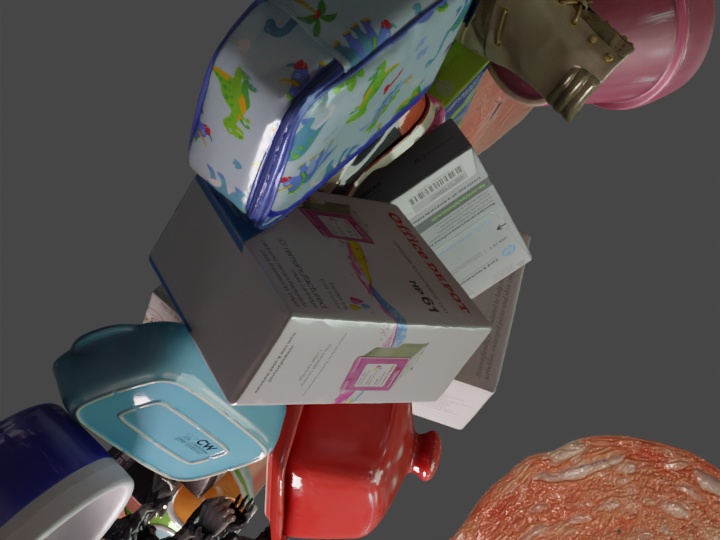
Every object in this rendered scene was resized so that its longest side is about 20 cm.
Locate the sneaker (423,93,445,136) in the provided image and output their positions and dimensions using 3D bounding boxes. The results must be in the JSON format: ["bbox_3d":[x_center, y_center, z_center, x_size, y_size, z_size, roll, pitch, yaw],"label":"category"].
[{"bbox_3d":[0.011,-0.090,1.048,0.200,0.074,0.087,-51,174,26],"label":"sneaker"}]

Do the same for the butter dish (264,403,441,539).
[{"bbox_3d":[0.000,0.152,1.006,0.201,0.146,0.201,99,5,-53],"label":"butter dish"}]

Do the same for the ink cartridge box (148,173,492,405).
[{"bbox_3d":[-0.025,0.016,0.791,0.199,0.145,0.085,7,128,-46],"label":"ink cartridge box"}]

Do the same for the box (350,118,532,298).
[{"bbox_3d":[0.053,-0.024,0.972,0.155,0.041,0.200,-34,145,6],"label":"box"}]

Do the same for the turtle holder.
[{"bbox_3d":[-0.190,0.254,1.247,0.141,0.132,0.186,-44,172,-46],"label":"turtle holder"}]

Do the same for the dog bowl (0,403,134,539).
[{"bbox_3d":[-0.253,0.187,0.764,0.200,0.079,0.200,-45,172,-8],"label":"dog bowl"}]

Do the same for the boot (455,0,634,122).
[{"bbox_3d":[0.181,-0.243,0.980,0.072,0.154,0.201,-40,166,-48],"label":"boot"}]

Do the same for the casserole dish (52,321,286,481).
[{"bbox_3d":[-0.133,0.102,0.807,0.120,0.039,0.200,-19,144,17],"label":"casserole dish"}]

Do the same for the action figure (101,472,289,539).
[{"bbox_3d":[-0.163,0.229,1.020,0.199,0.119,0.103,13,106,-51],"label":"action figure"}]

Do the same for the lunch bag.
[{"bbox_3d":[-0.015,-0.127,0.712,0.200,0.082,0.161,-44,172,-34],"label":"lunch bag"}]

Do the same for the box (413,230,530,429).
[{"bbox_3d":[0.061,0.039,1.241,0.131,0.198,0.200,113,-4,-64],"label":"box"}]

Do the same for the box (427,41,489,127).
[{"bbox_3d":[0.066,-0.154,1.139,0.122,0.048,0.200,-48,172,-19],"label":"box"}]

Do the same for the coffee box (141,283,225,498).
[{"bbox_3d":[-0.127,0.088,0.933,0.080,0.113,0.201,-42,168,-40],"label":"coffee box"}]

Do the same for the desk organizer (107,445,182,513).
[{"bbox_3d":[-0.174,0.159,1.145,0.200,0.072,0.077,-46,173,-29],"label":"desk organizer"}]

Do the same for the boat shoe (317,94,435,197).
[{"bbox_3d":[-0.029,-0.085,0.881,0.200,0.071,0.063,-43,133,2],"label":"boat shoe"}]

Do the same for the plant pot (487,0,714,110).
[{"bbox_3d":[0.225,-0.251,1.140,0.178,0.201,0.200,-23,157,-36],"label":"plant pot"}]
